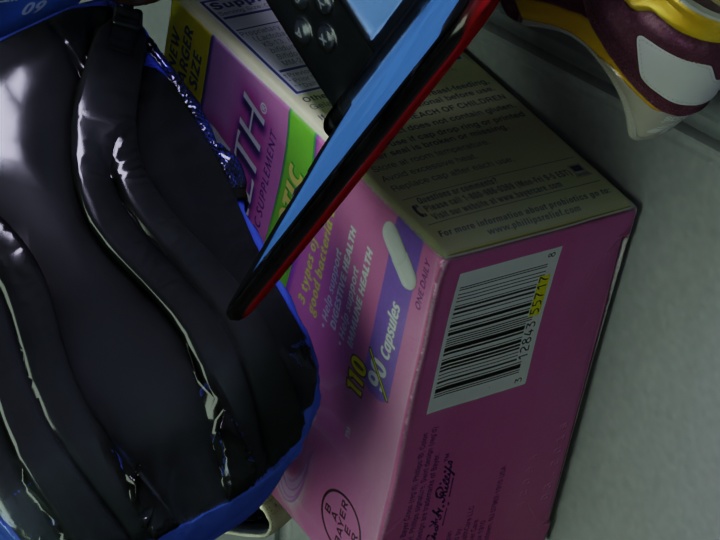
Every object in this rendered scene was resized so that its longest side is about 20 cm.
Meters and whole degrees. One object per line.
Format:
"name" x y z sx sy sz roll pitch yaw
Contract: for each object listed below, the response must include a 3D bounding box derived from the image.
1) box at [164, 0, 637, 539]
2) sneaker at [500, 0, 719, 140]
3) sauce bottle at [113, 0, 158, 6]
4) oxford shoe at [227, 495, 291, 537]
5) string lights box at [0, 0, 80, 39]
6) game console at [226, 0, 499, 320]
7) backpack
"box" 0.000 0.000 1.032 0.200 0.096 0.176 46 138 38
"sneaker" 0.067 -0.139 0.895 0.200 0.075 0.090 58 138 26
"sauce bottle" -0.069 -0.186 0.965 0.066 0.066 0.200 61 147 21
"oxford shoe" -0.116 0.078 1.170 0.199 0.074 0.071 8 121 17
"string lights box" -0.137 -0.161 0.944 0.103 0.059 0.200 56 133 16
"game console" -0.008 -0.112 0.850 0.173 0.118 0.200 58 141 14
"backpack" -0.109 0.023 0.980 0.200 0.162 0.168 57 165 12
